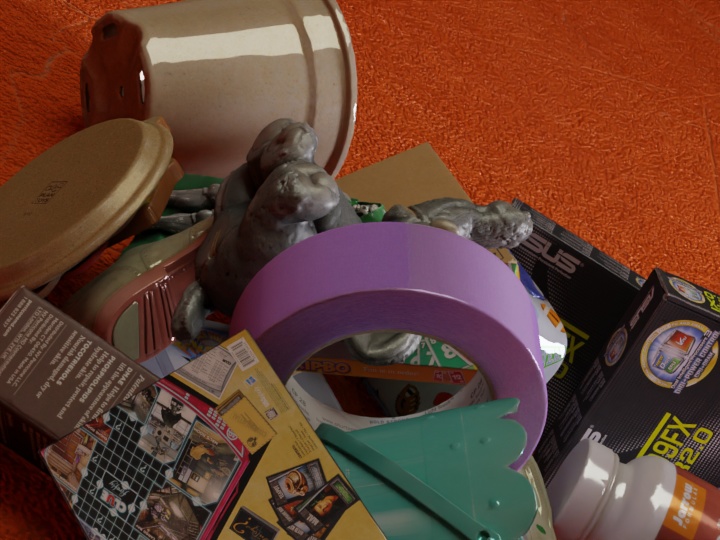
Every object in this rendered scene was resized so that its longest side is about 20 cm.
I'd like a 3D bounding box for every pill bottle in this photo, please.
[{"bbox_3d":[0.234,0.208,1.320,0.199,0.113,0.112,29,25,-4],"label":"pill bottle"}]

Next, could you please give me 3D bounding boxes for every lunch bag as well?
[{"bbox_3d":[0.066,0.038,1.386,0.075,0.161,0.200,21,24,-41],"label":"lunch bag"}]

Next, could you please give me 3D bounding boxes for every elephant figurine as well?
[{"bbox_3d":[0.000,0.000,1.190,0.199,0.155,0.142,33,32,-22],"label":"elephant figurine"}]

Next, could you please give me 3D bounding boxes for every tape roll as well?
[{"bbox_3d":[0.015,0.067,1.113,0.199,0.201,0.066,22,36,-17],"label":"tape roll"}]

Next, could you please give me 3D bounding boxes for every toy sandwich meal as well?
[{"bbox_3d":[-0.199,-0.032,1.257,0.070,0.204,0.206,54,14,-27],"label":"toy sandwich meal"}]

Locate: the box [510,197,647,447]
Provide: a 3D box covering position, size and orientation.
[{"bbox_3d":[0.167,0.062,1.454,0.199,0.161,0.044,32,19,3],"label":"box"}]

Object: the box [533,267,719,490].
[{"bbox_3d":[0.248,0.115,1.384,0.159,0.201,0.044,23,25,-16],"label":"box"}]

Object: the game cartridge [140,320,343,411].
[{"bbox_3d":[-0.100,0.087,1.271,0.199,0.041,0.134,12,27,-35],"label":"game cartridge"}]

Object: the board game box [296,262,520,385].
[{"bbox_3d":[0.009,0.031,1.270,0.198,0.030,0.096,2,53,13],"label":"board game box"}]

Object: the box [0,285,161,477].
[{"bbox_3d":[-0.146,0.104,1.091,0.199,0.100,0.075,35,68,6],"label":"box"}]

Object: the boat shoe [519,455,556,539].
[{"bbox_3d":[0.104,0.209,1.246,0.072,0.067,0.201,42,27,-42],"label":"boat shoe"}]

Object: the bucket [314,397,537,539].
[{"bbox_3d":[0.037,0.177,1.035,0.134,0.209,0.208,-6,30,1],"label":"bucket"}]

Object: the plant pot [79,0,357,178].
[{"bbox_3d":[-0.133,-0.156,1.526,0.182,0.201,0.201,-5,41,-34],"label":"plant pot"}]

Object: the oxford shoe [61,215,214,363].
[{"bbox_3d":[-0.122,-0.008,1.250,0.074,0.071,0.199,22,40,40],"label":"oxford shoe"}]

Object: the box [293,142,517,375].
[{"bbox_3d":[-0.004,-0.012,1.349,0.199,0.021,0.164,-23,44,-10],"label":"box"}]

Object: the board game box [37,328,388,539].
[{"bbox_3d":[-0.067,0.142,0.940,0.135,0.035,0.200,-30,59,-11],"label":"board game box"}]

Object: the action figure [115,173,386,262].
[{"bbox_3d":[-0.075,-0.043,1.348,0.198,0.055,0.119,4,42,12],"label":"action figure"}]
